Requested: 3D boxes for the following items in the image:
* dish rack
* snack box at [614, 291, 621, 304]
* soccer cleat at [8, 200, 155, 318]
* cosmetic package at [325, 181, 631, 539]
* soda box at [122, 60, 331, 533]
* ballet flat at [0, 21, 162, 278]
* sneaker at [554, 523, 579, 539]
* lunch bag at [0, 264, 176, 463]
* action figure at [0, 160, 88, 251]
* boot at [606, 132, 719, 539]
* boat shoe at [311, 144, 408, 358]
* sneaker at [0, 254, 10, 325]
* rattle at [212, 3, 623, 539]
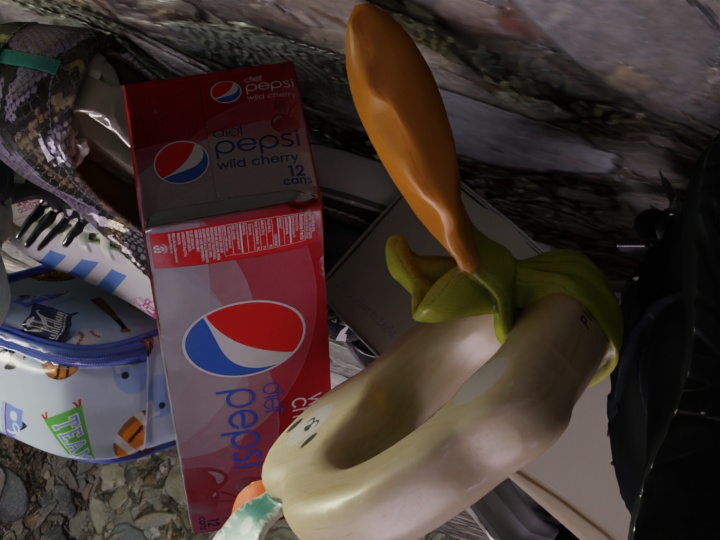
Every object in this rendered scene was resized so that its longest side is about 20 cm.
[{"bbox_3d":[0.059,0.082,1.044,0.172,0.043,0.200,52,-177,15],"label":"dish rack"},{"bbox_3d":[0.188,0.036,0.817,0.072,0.024,0.199,26,167,-35],"label":"snack box"},{"bbox_3d":[-0.116,-0.019,0.900,0.199,0.070,0.086,14,174,41],"label":"soccer cleat"},{"bbox_3d":[0.079,0.051,0.782,0.104,0.073,0.200,44,-178,43],"label":"cosmetic package"},{"bbox_3d":[-0.046,0.016,0.722,0.063,0.070,0.201,-8,142,-6],"label":"soda box"},{"bbox_3d":[-0.071,-0.034,0.753,0.072,0.072,0.200,10,163,38],"label":"ballet flat"},{"bbox_3d":[0.151,0.144,0.930,0.090,0.076,0.200,24,172,-2],"label":"sneaker"},{"bbox_3d":[-0.127,0.033,0.999,0.160,0.076,0.199,17,-158,40],"label":"lunch bag"},{"bbox_3d":[-0.183,-0.051,0.787,0.118,0.103,0.200,22,174,21],"label":"action figure"},{"bbox_3d":[0.111,0.059,0.601,0.073,0.200,0.163,7,161,0],"label":"boot"},{"bbox_3d":[0.000,0.000,0.832,0.069,0.067,0.200,17,170,6],"label":"boat shoe"},{"bbox_3d":[-0.231,0.007,0.928,0.071,0.099,0.200,44,-168,-30],"label":"sneaker"},{"bbox_3d":[-0.024,0.031,0.633,0.143,0.131,0.199,39,137,-25],"label":"rattle"}]
